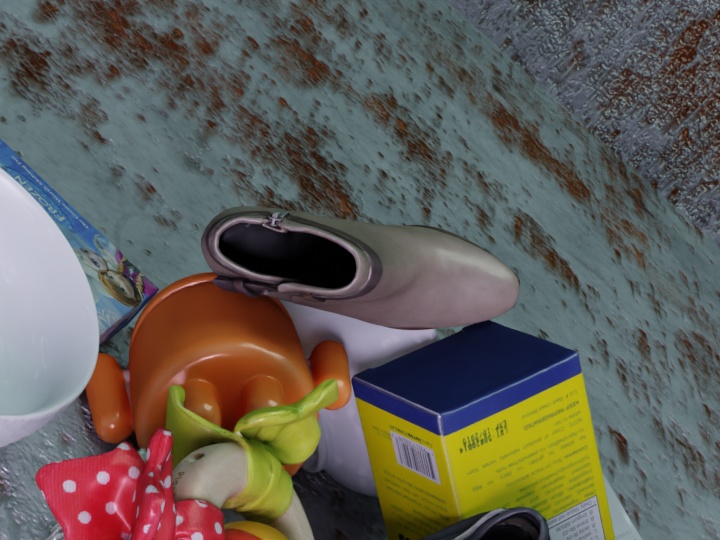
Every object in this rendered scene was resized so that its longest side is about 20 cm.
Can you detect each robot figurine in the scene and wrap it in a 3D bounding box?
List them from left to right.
[{"bbox_3d":[-0.091,0.071,1.151,0.117,0.144,0.200,49,7,-22],"label":"robot figurine"}]

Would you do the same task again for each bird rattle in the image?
[{"bbox_3d":[-0.065,0.137,0.907,0.163,0.113,0.200,68,19,-11],"label":"bird rattle"}]

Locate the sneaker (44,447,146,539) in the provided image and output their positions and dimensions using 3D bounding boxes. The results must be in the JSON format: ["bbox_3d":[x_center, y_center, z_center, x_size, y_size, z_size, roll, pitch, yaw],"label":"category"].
[{"bbox_3d":[-0.115,0.182,0.959,0.100,0.070,0.200,44,21,-22],"label":"sneaker"}]

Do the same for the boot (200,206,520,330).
[{"bbox_3d":[0.000,0.000,1.132,0.200,0.070,0.146,6,-1,5],"label":"boot"}]

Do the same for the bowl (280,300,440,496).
[{"bbox_3d":[-0.015,0.081,1.277,0.090,0.201,0.201,-24,59,-22],"label":"bowl"}]

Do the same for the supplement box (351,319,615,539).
[{"bbox_3d":[0.084,0.150,1.166,0.110,0.109,0.200,19,-54,58],"label":"supplement box"}]

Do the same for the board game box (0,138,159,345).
[{"bbox_3d":[-0.242,-0.019,1.159,0.200,0.043,0.199,43,20,-1],"label":"board game box"}]

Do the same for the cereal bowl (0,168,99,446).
[{"bbox_3d":[-0.244,0.018,0.984,0.200,0.083,0.200,34,32,-25],"label":"cereal bowl"}]

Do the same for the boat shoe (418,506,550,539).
[{"bbox_3d":[0.022,0.188,1.039,0.073,0.200,0.063,60,-18,22],"label":"boat shoe"}]

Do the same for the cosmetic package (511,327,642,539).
[{"bbox_3d":[0.116,0.148,1.323,0.102,0.074,0.200,-11,65,-51],"label":"cosmetic package"}]
